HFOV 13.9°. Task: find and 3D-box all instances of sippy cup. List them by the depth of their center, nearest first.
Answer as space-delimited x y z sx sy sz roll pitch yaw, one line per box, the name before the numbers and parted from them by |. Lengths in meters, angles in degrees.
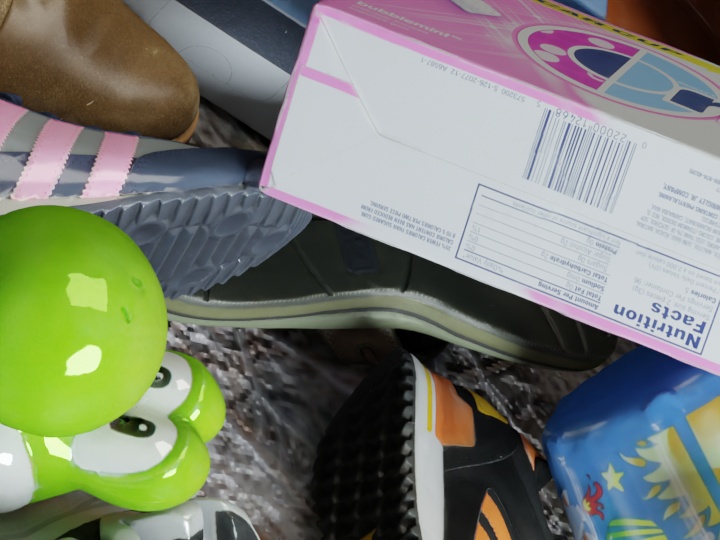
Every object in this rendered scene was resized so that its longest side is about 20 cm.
sippy cup | 0.130 0.085 0.996 0.139 0.178 0.131 -33 98 -25

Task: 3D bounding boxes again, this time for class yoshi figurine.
yoshi figurine | -0.132 0.009 0.786 0.199 0.113 0.112 12 0 1

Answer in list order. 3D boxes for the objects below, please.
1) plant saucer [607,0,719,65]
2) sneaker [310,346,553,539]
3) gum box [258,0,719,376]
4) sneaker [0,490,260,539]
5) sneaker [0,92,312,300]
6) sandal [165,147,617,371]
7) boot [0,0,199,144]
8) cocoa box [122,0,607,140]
plant saucer | 0.120 -0.092 1.264 0.200 0.032 0.201 28 39 -26
sneaker | 0.035 0.116 0.948 0.090 0.070 0.201 26 39 -23
gum box | 0.083 -0.031 0.941 0.199 0.066 0.113 22 20 11
sneaker | -0.124 0.105 0.805 0.199 0.075 0.081 -14 25 -37
sneaker | -0.107 -0.034 0.924 0.199 0.070 0.082 -2 58 -37
sandal | -0.001 -0.001 1.039 0.200 0.057 0.080 8 56 -23
boot | -0.125 -0.110 0.989 0.200 0.075 0.074 36 36 -18
cocoa box | -0.020 -0.145 1.080 0.200 0.131 0.134 32 39 -21
